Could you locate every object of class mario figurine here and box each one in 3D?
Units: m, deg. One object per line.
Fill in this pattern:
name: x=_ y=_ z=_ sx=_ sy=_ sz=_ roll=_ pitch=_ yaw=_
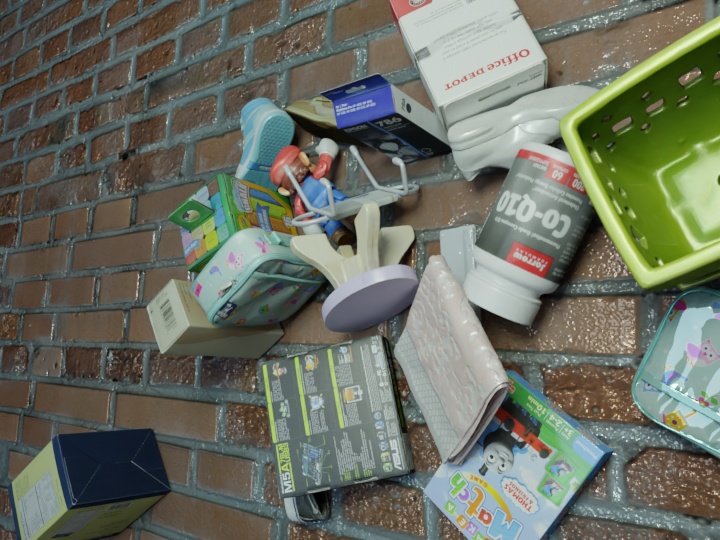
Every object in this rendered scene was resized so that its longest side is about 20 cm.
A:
mario figurine: x=-0.062 y=-0.131 z=1.031 sx=0.123 sy=0.106 sz=0.200 roll=-37 pitch=67 yaw=-14

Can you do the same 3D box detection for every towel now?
towel: x=0.105 y=0.114 z=0.791 sx=0.191 sy=0.032 sz=0.200 roll=107 pitch=150 yaw=-43

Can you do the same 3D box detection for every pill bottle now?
pill bottle: x=0.206 y=-0.042 z=0.766 sx=0.114 sy=0.114 sz=0.200 roll=30 pitch=101 yaw=37

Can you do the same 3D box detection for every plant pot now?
plant pot: x=0.348 y=-0.098 z=0.623 sx=0.200 sy=0.181 sz=0.199 roll=-31 pitch=64 yaw=30

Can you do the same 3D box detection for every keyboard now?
keyboard: x=0.138 y=0.038 z=0.873 sx=0.056 sy=0.011 sz=0.200 roll=-11 pitch=75 yaw=41

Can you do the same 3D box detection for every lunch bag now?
lunch bag: x=-0.145 y=0.012 z=0.964 sx=0.160 sy=0.200 sz=0.077 roll=-43 pitch=67 yaw=21
lunch bag: x=0.386 y=0.119 z=0.622 sx=0.200 sy=0.077 sz=0.160 roll=31 pitch=101 yaw=37

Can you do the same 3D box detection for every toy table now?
toy table: x=0.000 y=0.000 z=0.889 sx=0.200 sy=0.184 sz=0.117 roll=-42 pitch=57 yaw=52

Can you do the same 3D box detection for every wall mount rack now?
wall mount rack: x=-0.022 y=-0.129 z=0.925 sx=0.174 sy=0.200 sz=0.075 roll=28 pitch=133 yaw=62

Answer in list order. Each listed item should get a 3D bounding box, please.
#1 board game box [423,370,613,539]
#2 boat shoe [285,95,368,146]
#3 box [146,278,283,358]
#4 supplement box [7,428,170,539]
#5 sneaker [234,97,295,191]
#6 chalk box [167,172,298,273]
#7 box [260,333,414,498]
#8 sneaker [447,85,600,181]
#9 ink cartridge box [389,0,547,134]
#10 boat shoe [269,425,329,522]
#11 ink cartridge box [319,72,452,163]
board game box: x=0.186 y=0.249 z=0.780 sx=0.151 sy=0.037 sz=0.200 roll=40 pitch=107 yaw=35
boat shoe: x=-0.042 y=-0.253 z=1.029 sx=0.200 sy=0.074 sz=0.066 roll=25 pitch=82 yaw=39
box: x=-0.231 y=0.083 z=1.028 sx=0.078 sy=0.200 sz=0.095 roll=-43 pitch=60 yaw=25
supplement box: x=-0.510 y=0.410 z=1.188 sx=0.200 sy=0.200 sz=0.134 roll=-42 pitch=59 yaw=24
sneaker: x=-0.186 y=-0.214 z=1.132 sx=0.200 sy=0.079 sz=0.131 roll=-60 pitch=38 yaw=25
chalk box: x=-0.215 y=-0.068 z=1.042 sx=0.125 sy=0.200 sz=0.124 roll=-30 pitch=65 yaw=31
box: x=-0.037 y=0.210 z=0.912 sx=0.193 sy=0.048 sz=0.200 roll=-16 pitch=72 yaw=13
sneaker: x=0.218 y=-0.172 z=0.814 sx=0.200 sy=0.089 sz=0.075 roll=-15 pitch=30 yaw=15
ink cartridge box: x=0.143 y=-0.302 z=0.851 sx=0.147 sy=0.083 sz=0.200 roll=-22 pitch=67 yaw=7
boat shoe: x=-0.087 y=0.281 z=0.965 sx=0.068 sy=0.074 sz=0.200 roll=-15 pitch=75 yaw=29
ink cartridge box: x=0.042 y=-0.200 z=0.865 sx=0.099 sy=0.200 sz=0.039 roll=-6 pitch=75 yaw=38
